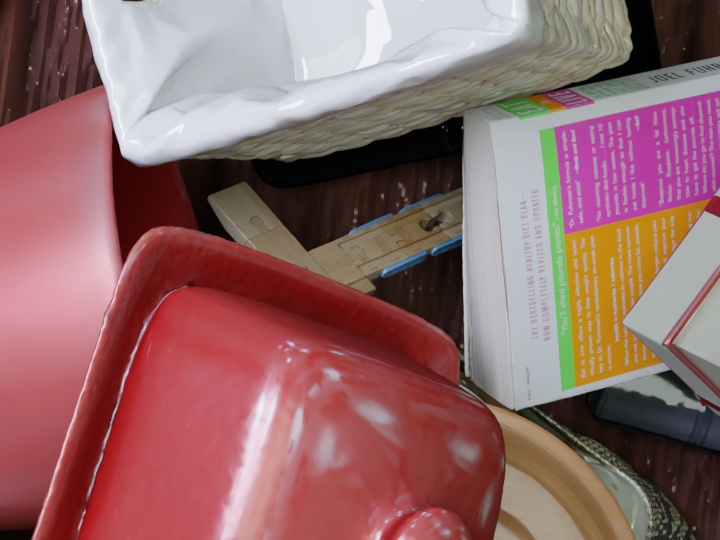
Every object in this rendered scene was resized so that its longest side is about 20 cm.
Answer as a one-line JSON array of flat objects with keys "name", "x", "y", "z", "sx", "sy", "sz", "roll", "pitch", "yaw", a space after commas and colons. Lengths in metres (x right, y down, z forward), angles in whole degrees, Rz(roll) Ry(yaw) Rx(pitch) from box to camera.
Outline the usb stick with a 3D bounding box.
[{"name": "usb stick", "x": 0.205, "y": 0.069, "z": 1.345, "sx": 0.199, "sy": 0.033, "sz": 0.056, "roll": 16, "pitch": 84, "yaw": -2}]

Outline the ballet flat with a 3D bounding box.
[{"name": "ballet flat", "x": 0.074, "y": 0.092, "z": 1.316, "sx": 0.200, "sy": 0.075, "sz": 0.068, "roll": 38, "pitch": 86, "yaw": 0}]

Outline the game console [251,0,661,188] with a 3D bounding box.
[{"name": "game console", "x": 0.034, "y": -0.149, "z": 1.362, "sx": 0.175, "sy": 0.116, "sz": 0.201, "roll": -11, "pitch": 85, "yaw": 27}]

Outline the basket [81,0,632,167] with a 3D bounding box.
[{"name": "basket", "x": -0.006, "y": -0.160, "z": 1.228, "sx": 0.199, "sy": 0.161, "sz": 0.199, "roll": -16, "pitch": 83, "yaw": 25}]

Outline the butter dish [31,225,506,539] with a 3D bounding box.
[{"name": "butter dish", "x": -0.014, "y": 0.103, "z": 1.133, "sx": 0.200, "sy": 0.148, "sz": 0.200, "roll": 22, "pitch": 83, "yaw": -41}]

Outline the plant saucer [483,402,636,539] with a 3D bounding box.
[{"name": "plant saucer", "x": 0.031, "y": 0.155, "z": 1.254, "sx": 0.199, "sy": 0.032, "sz": 0.201, "roll": 0, "pitch": 86, "yaw": -7}]

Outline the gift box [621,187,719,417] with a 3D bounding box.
[{"name": "gift box", "x": 0.245, "y": 0.034, "z": 1.233, "sx": 0.185, "sy": 0.187, "sz": 0.200, "roll": -49, "pitch": 126, "yaw": -9}]

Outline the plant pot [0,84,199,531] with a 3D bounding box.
[{"name": "plant pot", "x": -0.165, "y": 0.030, "z": 1.260, "sx": 0.177, "sy": 0.200, "sz": 0.201, "roll": -13, "pitch": 86, "yaw": 7}]

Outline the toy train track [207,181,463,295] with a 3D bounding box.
[{"name": "toy train track", "x": 0.000, "y": 0.000, "z": 1.298, "sx": 0.200, "sy": 0.033, "sz": 0.115, "roll": -24, "pitch": 63, "yaw": -40}]

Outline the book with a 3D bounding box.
[{"name": "book", "x": 0.143, "y": -0.025, "z": 1.289, "sx": 0.199, "sy": 0.048, "sz": 0.134, "roll": -12, "pitch": 112, "yaw": -24}]
